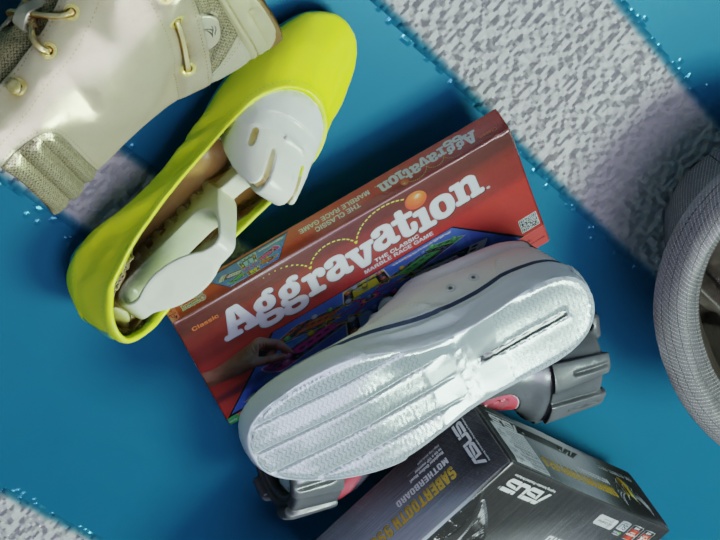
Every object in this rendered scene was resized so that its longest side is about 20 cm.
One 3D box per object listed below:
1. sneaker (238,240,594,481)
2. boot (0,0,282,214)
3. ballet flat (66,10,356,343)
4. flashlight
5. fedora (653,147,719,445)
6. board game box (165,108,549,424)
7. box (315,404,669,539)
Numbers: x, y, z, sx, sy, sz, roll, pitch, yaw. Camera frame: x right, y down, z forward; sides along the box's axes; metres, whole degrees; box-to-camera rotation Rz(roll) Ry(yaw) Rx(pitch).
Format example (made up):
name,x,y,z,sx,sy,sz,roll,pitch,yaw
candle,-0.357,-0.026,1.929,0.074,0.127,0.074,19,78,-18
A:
name,x,y,z,sx,sy,sz,roll,pitch,yaw
sneaker,0.024,0.047,1.477,0.199,0.071,0.073,-23,118,-14
boot,-0.143,-0.130,1.321,0.155,0.073,0.200,-39,134,-1
ballet flat,-0.066,-0.040,1.418,0.200,0.067,0.067,-46,126,8
flashlight,0.038,0.077,1.538,0.199,0.068,0.068,-14,86,-24
fedora,0.232,0.003,1.565,0.177,0.090,0.200,-37,122,0
board game box,0.000,0.000,1.489,0.199,0.019,0.103,-30,142,-4
box,0.062,0.159,1.569,0.158,0.048,0.200,-44,148,12
